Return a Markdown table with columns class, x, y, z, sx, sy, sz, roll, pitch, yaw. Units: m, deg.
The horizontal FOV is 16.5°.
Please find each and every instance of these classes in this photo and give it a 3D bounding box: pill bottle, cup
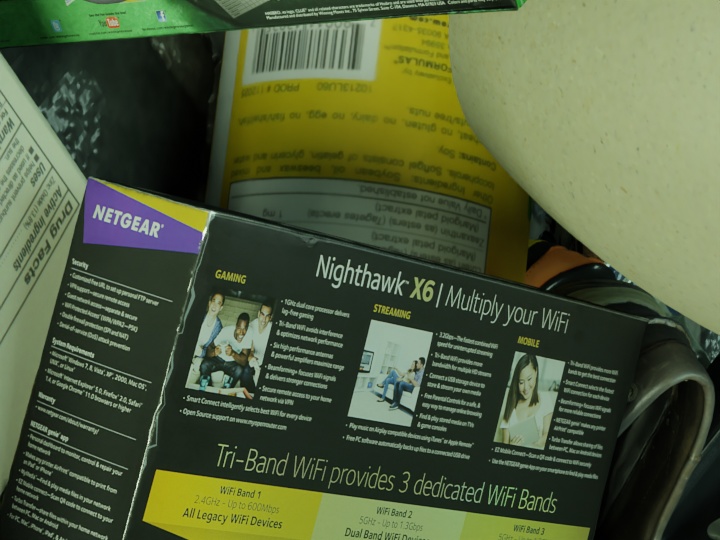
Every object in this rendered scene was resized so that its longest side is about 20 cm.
| class | x | y | z | sx | sy | sz | roll | pitch | yaw |
| --- | --- | --- | --- | --- | --- | --- | --- | --- | --- |
| pill bottle | 0.000 | 0.000 | 0.836 | 0.111 | 0.111 | 0.201 | 23 | 71 | -55 |
| cup | 0.113 | -0.074 | 0.765 | 0.200 | 0.143 | 0.201 | -21 | 116 | -50 |

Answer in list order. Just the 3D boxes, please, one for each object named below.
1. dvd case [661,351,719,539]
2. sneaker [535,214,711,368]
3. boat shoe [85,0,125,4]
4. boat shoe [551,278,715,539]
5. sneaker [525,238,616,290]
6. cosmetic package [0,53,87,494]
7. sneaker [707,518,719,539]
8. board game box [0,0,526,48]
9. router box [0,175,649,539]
| class | x | y | z | sx | sy | sz | roll | pitch | yaw |
| --- | --- | --- | --- | --- | --- | --- | --- | --- | --- |
| dvd case | 0.135 | 0.115 | 1.018 | 0.150 | 0.025 | 0.200 | -52 | 155 | -1 |
| sneaker | 0.091 | 0.004 | 1.004 | 0.077 | 0.085 | 0.201 | -23 | 119 | -43 |
| boat shoe | -0.116 | -0.144 | 0.631 | 0.200 | 0.063 | 0.073 | 55 | 36 | 2 |
| boat shoe | 0.063 | 0.103 | 0.858 | 0.074 | 0.073 | 0.201 | 10 | 107 | -30 |
| sneaker | 0.046 | 0.081 | 0.924 | 0.070 | 0.090 | 0.201 | 31 | 64 | -53 |
| cosmetic package | -0.149 | -0.035 | 0.640 | 0.200 | 0.071 | 0.105 | 60 | 42 | -37 |
| sneaker | 0.165 | 0.123 | 0.939 | 0.201 | 0.074 | 0.088 | -67 | 154 | -3 |
| board game box | -0.053 | -0.114 | 0.673 | 0.023 | 0.199 | 0.105 | -50 | 130 | -45 |
| router box | -0.011 | 0.070 | 0.712 | 0.200 | 0.052 | 0.158 | 14 | 92 | -48 |
